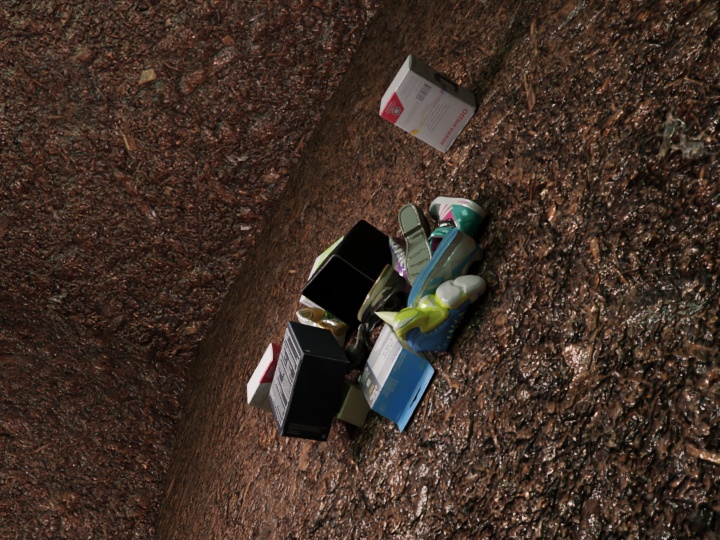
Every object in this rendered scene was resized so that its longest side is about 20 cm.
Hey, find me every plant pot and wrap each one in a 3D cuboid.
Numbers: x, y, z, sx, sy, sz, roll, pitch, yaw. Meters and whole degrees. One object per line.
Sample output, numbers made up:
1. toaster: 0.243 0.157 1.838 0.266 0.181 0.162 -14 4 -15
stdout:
1. plant pot: 0.000 0.000 1.692 0.200 0.197 0.180 -44 18 49

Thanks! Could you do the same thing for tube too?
1. tube: 0.101 0.114 1.447 0.051 0.059 0.199 -34 17 -16

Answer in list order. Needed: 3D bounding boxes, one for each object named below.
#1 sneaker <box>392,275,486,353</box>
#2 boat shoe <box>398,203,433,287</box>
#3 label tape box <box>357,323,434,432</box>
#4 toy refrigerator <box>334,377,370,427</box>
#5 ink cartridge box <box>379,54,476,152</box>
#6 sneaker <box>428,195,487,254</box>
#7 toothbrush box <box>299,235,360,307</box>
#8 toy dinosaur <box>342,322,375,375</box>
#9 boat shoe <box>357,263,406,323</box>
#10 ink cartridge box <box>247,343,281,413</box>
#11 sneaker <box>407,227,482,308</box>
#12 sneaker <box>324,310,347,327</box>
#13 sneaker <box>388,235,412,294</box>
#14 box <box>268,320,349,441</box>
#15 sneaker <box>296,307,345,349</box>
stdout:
1. sneaker: 0.163 0.090 1.304 0.197 0.106 0.076 -27 22 17
2. boat shoe: 0.136 -0.046 1.478 0.071 0.067 0.205 -19 66 31
3. label tape box: 0.069 0.217 1.410 0.146 0.065 0.200 -63 17 10
4. toy refrigerator: -0.041 0.298 1.613 0.078 0.069 0.199 -67 18 -4
5. ink cartridge box: 0.165 -0.409 1.683 0.148 0.197 0.087 -51 22 36
6. sneaker: 0.181 -0.084 1.440 0.122 0.083 0.199 -58 18 -7
7. toothbrush box: -0.074 0.016 1.870 0.199 0.085 0.148 -33 33 57
8. toy dinosaur: -0.019 0.211 1.663 0.101 0.078 0.201 -25 -22 -33
9. boat shoe: 0.048 0.067 1.538 0.072 0.065 0.202 -50 -10 -39
10. ink cartridge box: -0.175 0.298 1.762 0.150 0.196 0.086 -60 19 16
11. sneaker: 0.161 0.019 1.349 0.202 0.080 0.077 -55 12 21
12. sneaker: -0.098 0.195 1.856 0.078 0.084 0.204 65 -130 -87
13. sneaker: 0.098 -0.011 1.592 0.201 0.079 0.090 -110 39 -63
14. box: -0.123 0.254 1.588 0.200 0.120 0.203 -132 56 -67
15. sneaker: -0.107 0.160 1.774 0.199 0.074 0.090 29 127 54
